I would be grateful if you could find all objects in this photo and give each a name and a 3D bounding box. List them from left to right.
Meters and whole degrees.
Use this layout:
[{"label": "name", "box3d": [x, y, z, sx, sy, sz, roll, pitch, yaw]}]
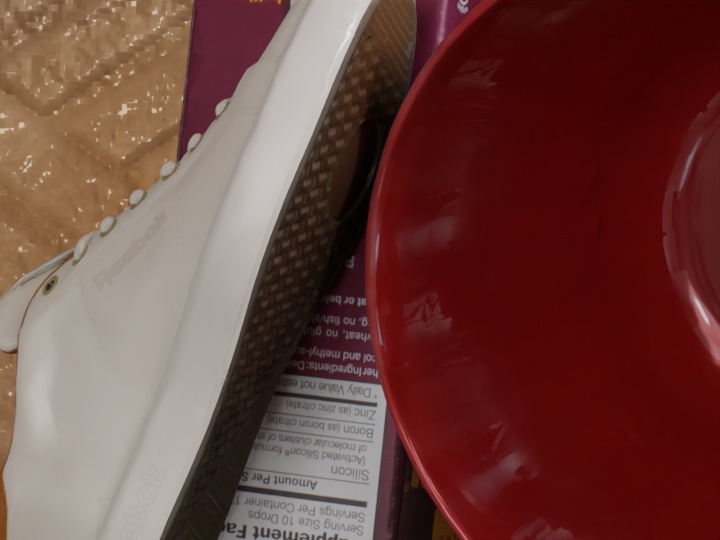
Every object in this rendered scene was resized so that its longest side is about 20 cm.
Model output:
[{"label": "sneaker", "box3d": [-0.056, -0.003, 0.732, 0.084, 0.073, 0.201, 29, 98, 19]}, {"label": "supplement box", "box3d": [0.000, 0.000, 0.809, 0.085, 0.110, 0.202, 5, 87, 23]}, {"label": "mixing bowl", "box3d": [0.111, 0.001, 0.719, 0.199, 0.108, 0.202, 9, 107, 29]}]
